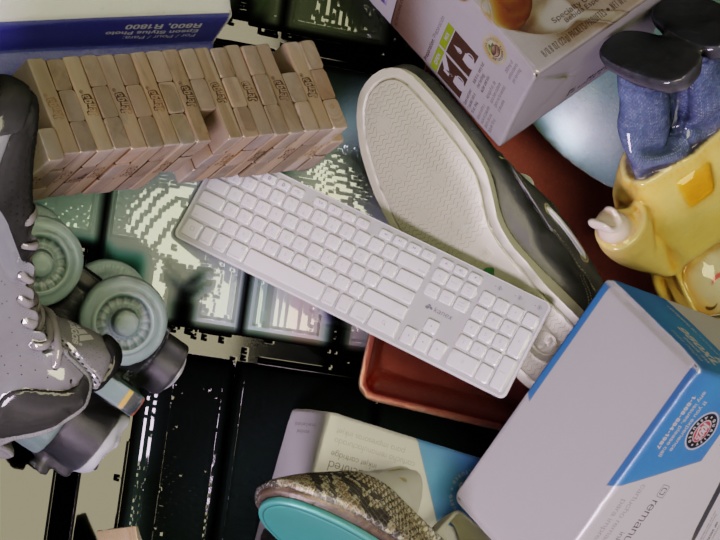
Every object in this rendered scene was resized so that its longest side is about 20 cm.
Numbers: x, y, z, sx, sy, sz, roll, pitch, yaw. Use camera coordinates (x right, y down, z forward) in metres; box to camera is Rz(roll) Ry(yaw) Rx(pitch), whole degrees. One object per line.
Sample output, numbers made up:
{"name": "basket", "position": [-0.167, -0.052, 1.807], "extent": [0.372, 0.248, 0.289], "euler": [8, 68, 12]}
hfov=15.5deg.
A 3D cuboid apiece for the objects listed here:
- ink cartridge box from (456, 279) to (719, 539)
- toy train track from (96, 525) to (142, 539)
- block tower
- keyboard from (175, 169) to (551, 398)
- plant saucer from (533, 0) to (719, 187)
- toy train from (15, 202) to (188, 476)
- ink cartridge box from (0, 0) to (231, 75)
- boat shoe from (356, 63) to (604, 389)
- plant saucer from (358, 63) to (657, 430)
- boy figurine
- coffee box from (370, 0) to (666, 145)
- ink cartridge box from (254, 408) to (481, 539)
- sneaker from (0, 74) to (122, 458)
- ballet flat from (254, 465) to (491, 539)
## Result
{"name": "ink cartridge box", "position": [0.171, 0.104, 1.399], "extent": [0.200, 0.084, 0.145], "euler": [18, 111, -46]}
{"name": "toy train track", "position": [-0.070, 0.180, 1.351], "extent": [0.199, 0.033, 0.115], "euler": [-9, 92, 24]}
{"name": "block tower", "position": [-0.097, -0.077, 1.345], "extent": [0.200, 0.054, 0.058], "euler": [-10, 71, -41]}
{"name": "keyboard", "position": [0.000, 0.000, 1.393], "extent": [0.200, 0.011, 0.056], "euler": [26, 75, 14]}
{"name": "plant saucer", "position": [0.168, -0.139, 1.469], "extent": [0.200, 0.039, 0.202], "euler": [7, 72, -21]}
{"name": "toy train", "position": [-0.187, 0.019, 1.344], "extent": [0.200, 0.085, 0.114], "euler": [36, 89, -17]}
{"name": "ink cartridge box", "position": [-0.167, -0.171, 1.373], "extent": [0.196, 0.043, 0.201], "euler": [-5, 89, -21]}
{"name": "boat shoe", "position": [0.069, -0.026, 1.414], "extent": [0.200, 0.072, 0.068], "euler": [54, 36, -4]}
{"name": "plant saucer", "position": [0.103, -0.006, 1.469], "extent": [0.199, 0.037, 0.200], "euler": [14, 84, -18]}
{"name": "boy figurine", "position": [0.169, -0.042, 1.398], "extent": [0.124, 0.064, 0.200], "euler": [-34, 132, -26]}
{"name": "coffee box", "position": [0.057, -0.182, 1.390], "extent": [0.114, 0.080, 0.200], "euler": [-36, 76, -25]}
{"name": "ink cartridge box", "position": [-0.002, 0.185, 1.409], "extent": [0.116, 0.067, 0.201], "euler": [18, 83, -19]}
{"name": "sneaker", "position": [-0.161, 0.005, 1.271], "extent": [0.115, 0.075, 0.200], "euler": [16, 116, -19]}
{"name": "ballet flat", "position": [0.030, 0.148, 1.359], "extent": [0.200, 0.068, 0.075], "euler": [41, 53, -20]}
